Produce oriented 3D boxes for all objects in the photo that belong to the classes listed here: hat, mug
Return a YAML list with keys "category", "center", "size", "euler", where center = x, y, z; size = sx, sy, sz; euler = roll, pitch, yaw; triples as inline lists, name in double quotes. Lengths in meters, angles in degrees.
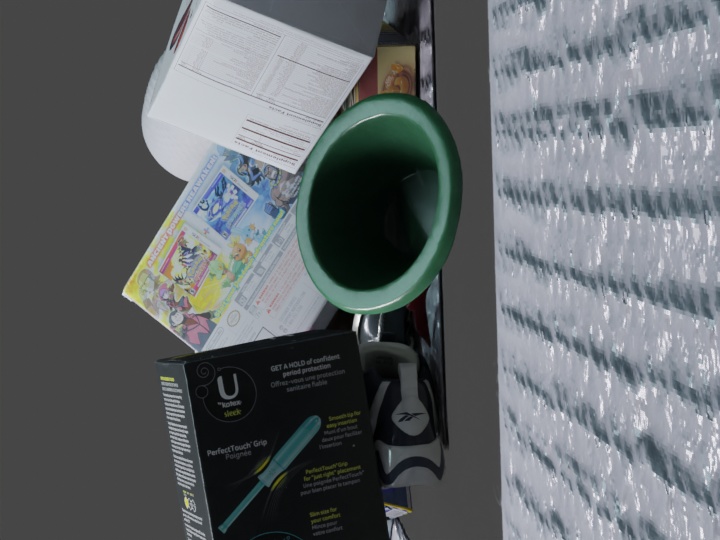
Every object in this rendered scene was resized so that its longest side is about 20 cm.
- category: "hat"
  center: [0.062, -0.039, 1.156]
  size: [0.200, 0.176, 0.166]
  euler: [-13, 75, 45]
- category: "mug"
  center: [-0.157, -0.166, 1.609]
  size: [0.175, 0.147, 0.200]
  euler: [131, 136, -69]

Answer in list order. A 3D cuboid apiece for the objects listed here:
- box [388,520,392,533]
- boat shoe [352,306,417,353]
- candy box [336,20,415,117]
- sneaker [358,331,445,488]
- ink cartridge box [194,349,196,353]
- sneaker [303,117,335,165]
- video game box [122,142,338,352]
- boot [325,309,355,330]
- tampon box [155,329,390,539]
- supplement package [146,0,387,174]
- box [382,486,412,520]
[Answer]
- category: "box"
  center: [-0.028, 0.232, 1.664]
  size: [0.200, 0.040, 0.137]
  euler: [56, 156, 35]
- category: "boat shoe"
  center: [0.032, 0.077, 1.361]
  size: [0.062, 0.073, 0.200]
  euler: [30, 128, 29]
- category: "candy box"
  center: [0.011, -0.164, 1.369]
  size: [0.200, 0.055, 0.116]
  euler: [-116, 23, -73]
- category: "sneaker"
  center: [0.022, 0.119, 1.294]
  size: [0.199, 0.079, 0.130]
  euler: [153, 116, -83]
- category: "ink cartridge box"
  center: [-0.102, 0.103, 1.489]
  size: [0.200, 0.117, 0.067]
  euler: [91, -173, -48]
- category: "sneaker"
  center: [-0.056, -0.154, 1.403]
  size: [0.093, 0.070, 0.200]
  euler: [-52, 49, 39]
- category: "video game box"
  center: [-0.099, -0.009, 1.355]
  size: [0.200, 0.182, 0.047]
  euler: [-57, -18, 10]
- category: "boot"
  center: [-0.021, 0.088, 1.444]
  size: [0.097, 0.075, 0.200]
  euler: [-51, -18, -25]
- category: "tampon box"
  center: [-0.074, 0.159, 1.230]
  size: [0.126, 0.150, 0.200]
  euler: [173, 87, -71]
- category: "supplement package"
  center: [-0.070, -0.229, 1.263]
  size: [0.200, 0.147, 0.192]
  euler: [131, 156, -57]
- category: "box"
  center: [-0.040, 0.190, 1.393]
  size: [0.064, 0.200, 0.070]
  euler: [-25, 58, 35]
